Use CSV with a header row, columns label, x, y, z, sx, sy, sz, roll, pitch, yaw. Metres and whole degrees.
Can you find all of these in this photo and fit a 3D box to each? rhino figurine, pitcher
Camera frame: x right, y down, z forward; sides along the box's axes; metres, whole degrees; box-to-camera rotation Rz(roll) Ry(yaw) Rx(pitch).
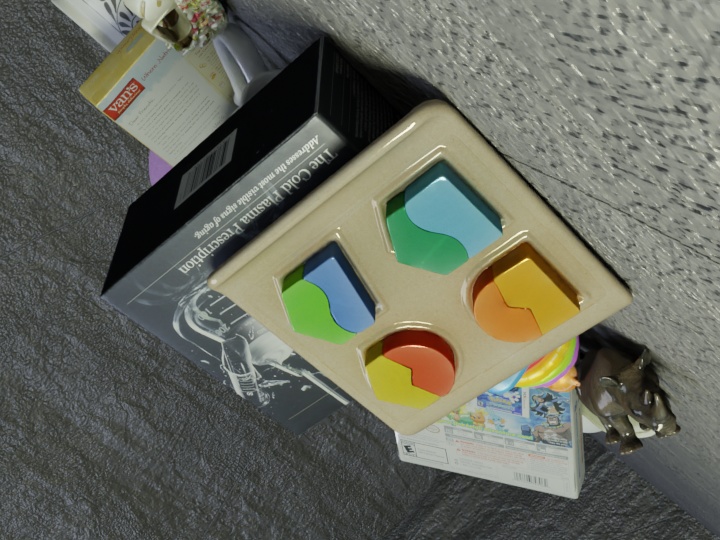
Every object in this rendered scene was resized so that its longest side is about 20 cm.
label,x,y,z,sx,sy,sz,roll,pitch,yaw
rhino figurine,0.220,0.103,0.781,0.088,0.060,0.200,63,-178,8
pitcher,-0.089,-0.140,0.910,0.172,0.121,0.200,59,169,0

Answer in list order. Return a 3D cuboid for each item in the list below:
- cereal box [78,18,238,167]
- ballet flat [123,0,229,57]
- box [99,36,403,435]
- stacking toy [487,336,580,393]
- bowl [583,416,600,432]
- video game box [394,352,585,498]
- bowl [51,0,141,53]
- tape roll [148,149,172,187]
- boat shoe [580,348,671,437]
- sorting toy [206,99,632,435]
label,x,y,z,sx,sy,sz,roll,pitch,yaw
cereal box,-0.173,-0.181,0.967,0.040,0.144,0.200,42,180,31
ballet flat,-0.148,-0.213,0.728,0.076,0.064,0.200,41,179,9
box,-0.034,-0.014,0.633,0.182,0.200,0.104,39,-151,-28
stacking toy,0.134,0.057,0.755,0.116,0.110,0.200,29,174,40
bowl,0.246,0.144,1.199,0.201,0.090,0.201,40,180,0
video game box,0.123,0.138,0.956,0.200,0.047,0.182,8,133,24
bowl,-0.270,-0.297,1.019,0.201,0.094,0.201,41,180,0
tape roll,-0.160,-0.130,1.170,0.200,0.200,0.066,41,179,-13
boat shoe,0.244,0.115,0.943,0.200,0.068,0.072,-167,67,-67
sorting toy,0.038,0.016,0.567,0.200,0.185,0.036,39,-151,-28
